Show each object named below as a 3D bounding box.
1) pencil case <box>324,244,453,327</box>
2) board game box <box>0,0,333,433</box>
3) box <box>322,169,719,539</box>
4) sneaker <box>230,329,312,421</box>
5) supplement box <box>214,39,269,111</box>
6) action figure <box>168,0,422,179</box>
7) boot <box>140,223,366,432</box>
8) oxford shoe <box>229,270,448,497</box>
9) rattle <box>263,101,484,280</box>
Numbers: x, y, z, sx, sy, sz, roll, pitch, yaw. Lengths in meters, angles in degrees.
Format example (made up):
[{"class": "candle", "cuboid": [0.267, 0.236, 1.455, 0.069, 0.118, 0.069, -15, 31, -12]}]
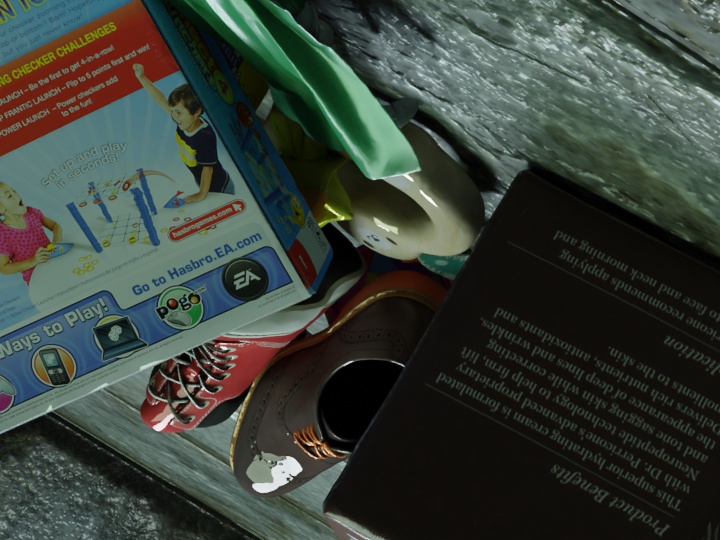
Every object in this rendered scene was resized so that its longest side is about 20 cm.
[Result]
[{"class": "pencil case", "cuboid": [0.026, 0.039, 1.707, 0.088, 0.088, 0.200, 29, 169, 8]}, {"class": "board game box", "cuboid": [-0.146, -0.043, 1.333, 0.196, 0.200, 0.056, 61, -160, -15]}, {"class": "box", "cuboid": [0.106, 0.089, 1.413, 0.166, 0.200, 0.164, 29, 169, 13]}, {"class": "sneaker", "cuboid": [-0.071, 0.023, 1.648, 0.200, 0.076, 0.088, 36, 129, -28]}, {"class": "supplement box", "cuboid": [-0.163, -0.116, 1.448, 0.200, 0.110, 0.109, 26, 168, 21]}, {"class": "action figure", "cuboid": [-0.052, -0.129, 1.256, 0.118, 0.055, 0.200, 19, 157, 51]}, {"class": "boot", "cuboid": [-0.083, 0.042, 1.526, 0.072, 0.144, 0.200, 46, -163, 10]}, {"class": "oxford shoe", "cuboid": [-0.022, 0.078, 1.596, 0.071, 0.073, 0.200, 32, 132, -10]}, {"class": "rattle", "cuboid": [0.000, 0.000, 1.479, 0.130, 0.143, 0.200, 8, 156, 15]}]
